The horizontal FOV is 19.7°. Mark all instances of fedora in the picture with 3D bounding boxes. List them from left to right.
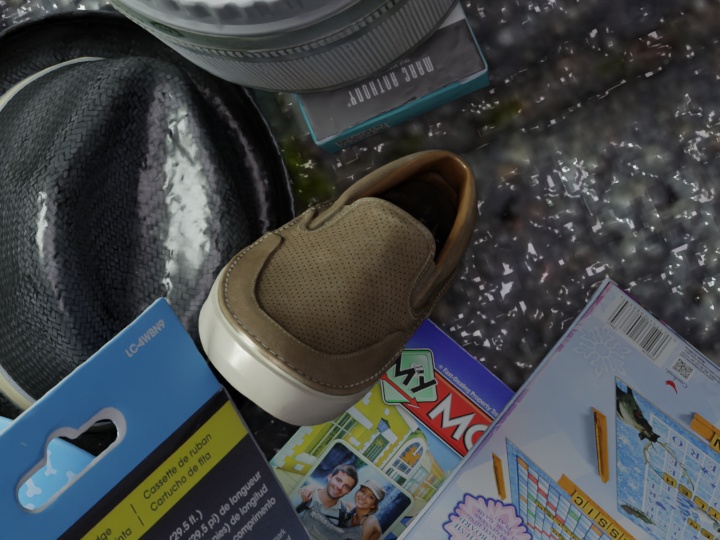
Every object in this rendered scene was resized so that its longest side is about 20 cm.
[{"bbox_3d":[-0.099,-0.016,0.861,0.200,0.092,0.202,2,83,-21],"label":"fedora"}]

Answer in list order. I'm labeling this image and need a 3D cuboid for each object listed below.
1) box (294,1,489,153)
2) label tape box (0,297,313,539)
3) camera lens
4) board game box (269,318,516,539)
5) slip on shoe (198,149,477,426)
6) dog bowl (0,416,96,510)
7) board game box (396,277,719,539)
[{"bbox_3d":[-0.018,-0.160,0.909,0.082,0.049,0.201,-23,86,5],"label":"box"},{"bbox_3d":[-0.083,0.133,0.754,0.143,0.066,0.201,-43,110,-37],"label":"label tape box"},{"bbox_3d":[-0.034,-0.155,0.785,0.159,0.200,0.161,0,89,6],"label":"camera lens"},{"bbox_3d":[0.054,0.127,0.874,0.200,0.029,0.135,40,63,5],"label":"board game box"},{"bbox_3d":[0.000,0.000,0.826,0.076,0.200,0.061,40,115,9],"label":"slip on shoe"},{"bbox_3d":[-0.165,0.099,0.861,0.111,0.200,0.050,39,64,-35],"label":"dog bowl"},{"bbox_3d":[0.126,0.127,0.829,0.200,0.200,0.041,40,136,6],"label":"board game box"}]
